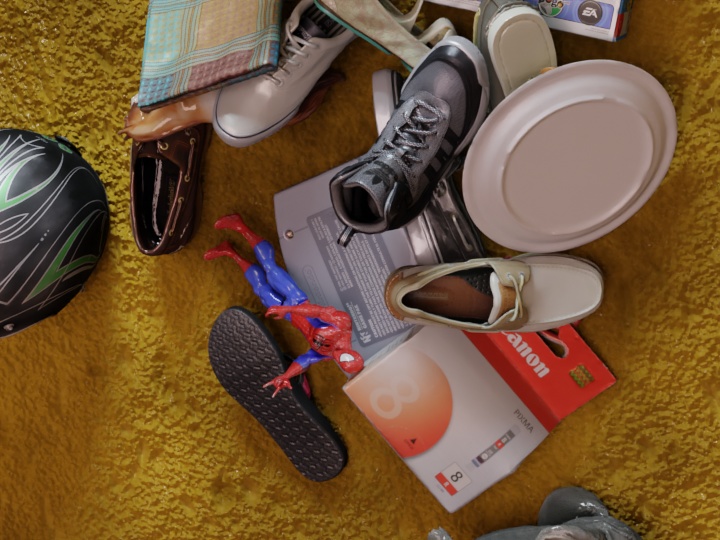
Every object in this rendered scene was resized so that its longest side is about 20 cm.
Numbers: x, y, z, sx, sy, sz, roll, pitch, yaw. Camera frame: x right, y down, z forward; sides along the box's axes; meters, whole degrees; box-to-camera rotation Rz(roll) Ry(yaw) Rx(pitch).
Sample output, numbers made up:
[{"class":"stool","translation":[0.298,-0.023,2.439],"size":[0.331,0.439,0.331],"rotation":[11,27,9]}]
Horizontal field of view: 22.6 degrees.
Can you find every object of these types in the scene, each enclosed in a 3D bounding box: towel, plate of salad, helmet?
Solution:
[{"class":"towel","translation":[-0.133,-0.241,1.642],"size":[0.146,0.200,0.022],"rotation":[-16,140,23]},{"class":"plate of salad","translation":[0.179,-0.101,1.568],"size":[0.200,0.200,0.048],"rotation":[-53,38,22]},{"class":"helmet","translation":[-0.349,-0.037,1.749],"size":[0.199,0.191,0.201],"rotation":[4,103,20]}]

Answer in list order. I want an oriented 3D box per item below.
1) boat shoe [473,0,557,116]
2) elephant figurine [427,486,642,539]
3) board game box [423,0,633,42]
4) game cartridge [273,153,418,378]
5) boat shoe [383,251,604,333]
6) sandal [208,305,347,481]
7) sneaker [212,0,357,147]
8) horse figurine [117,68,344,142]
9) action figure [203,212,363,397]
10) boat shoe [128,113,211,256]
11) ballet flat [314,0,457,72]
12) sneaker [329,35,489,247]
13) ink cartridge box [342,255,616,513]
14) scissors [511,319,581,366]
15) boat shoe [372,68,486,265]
[{"class":"boat shoe","translation":[0.141,-0.155,1.582],"size":[0.072,0.060,0.202],"rotation":[-21,132,-7]},{"class":"elephant figurine","translation":[0.198,0.267,1.661],"size":[0.200,0.155,0.142],"rotation":[-38,44,13]},{"class":"board game box","translation":[0.152,-0.317,1.571],"size":[0.199,0.056,0.196],"rotation":[15,107,17]},{"class":"game cartridge","translation":[0.000,0.000,1.711],"size":[0.133,0.040,0.200],"rotation":[-21,94,20]},{"class":"boat shoe","translation":[0.122,0.025,1.602],"size":[0.199,0.068,0.075],"rotation":[-5,97,-3]},{"class":"sandal","translation":[-0.080,0.118,1.770],"size":[0.075,0.045,0.200],"rotation":[-26,106,29]},{"class":"sneaker","translation":[-0.061,-0.198,1.620],"size":[0.073,0.071,0.200],"rotation":[38,79,7]},{"class":"horse figurine","translation":[-0.120,-0.173,1.681],"size":[0.199,0.050,0.133],"rotation":[10,77,9]},{"class":"action figure","translation":[-0.084,0.038,1.685],"size":[0.200,0.099,0.065],"rotation":[40,133,21]},{"class":"boat shoe","translation":[-0.187,-0.113,1.739],"size":[0.070,0.070,0.201],"rotation":[5,102,23]},{"class":"ballet flat","translation":[0.048,-0.208,1.590],"size":[0.200,0.067,0.062],"rotation":[32,109,-28]},{"class":"sneaker","translation":[0.039,-0.102,1.542],"size":[0.075,0.114,0.200],"rotation":[34,123,11]},{"class":"ink cartridge box","translation":[0.109,0.108,1.662],"size":[0.200,0.050,0.162],"rotation":[-37,99,22]},{"class":"scissors","translation":[0.117,0.017,1.681],"size":[0.200,0.014,0.073],"rotation":[30,112,11]},{"class":"boat shoe","translation":[0.065,-0.093,1.652],"size":[0.071,0.072,0.201],"rotation":[-16,100,12]}]
